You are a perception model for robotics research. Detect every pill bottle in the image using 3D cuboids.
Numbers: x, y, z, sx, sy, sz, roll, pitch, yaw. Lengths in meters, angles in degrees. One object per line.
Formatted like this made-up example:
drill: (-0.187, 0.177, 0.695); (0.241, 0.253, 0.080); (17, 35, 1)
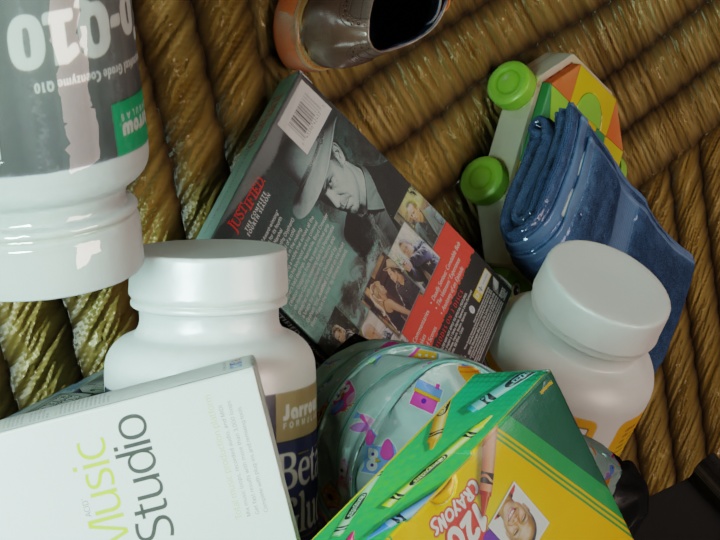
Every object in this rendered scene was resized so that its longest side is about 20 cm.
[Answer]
pill bottle: (0.117, 0.085, 1.528); (0.113, 0.113, 0.201); (-26, 147, -50)
pill bottle: (-0.077, 0.088, 1.254); (0.111, 0.111, 0.201); (-12, 104, -53)
pill bottle: (-0.162, -0.094, 1.174); (0.113, 0.113, 0.201); (-26, 116, -50)

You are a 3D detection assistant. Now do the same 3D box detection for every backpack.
backpack: (0.053, 0.118, 1.337); (0.200, 0.126, 0.167); (38, 72, -21)

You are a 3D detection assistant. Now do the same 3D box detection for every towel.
towel: (0.160, -0.011, 1.626); (0.200, 0.048, 0.112); (49, 53, -46)

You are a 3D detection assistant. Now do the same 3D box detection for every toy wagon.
toy wagon: (0.123, -0.043, 1.649); (0.155, 0.039, 0.201); (35, 66, -51)

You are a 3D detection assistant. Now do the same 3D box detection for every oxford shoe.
oxford shoe: (0.032, -0.167, 1.472); (0.200, 0.073, 0.072); (-40, 125, -45)

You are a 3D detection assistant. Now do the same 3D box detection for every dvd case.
dvd case: (0.000, 0.000, 1.420); (0.200, 0.022, 0.146); (45, 48, -24)

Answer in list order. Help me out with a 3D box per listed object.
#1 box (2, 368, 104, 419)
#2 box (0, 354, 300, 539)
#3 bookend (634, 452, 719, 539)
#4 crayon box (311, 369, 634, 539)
box: (-0.131, 0.157, 1.318); (0.137, 0.040, 0.201); (-28, 117, -51)
box: (-0.129, 0.136, 1.184); (0.036, 0.199, 0.145); (-104, 180, -82)
bookend: (0.160, 0.244, 1.583); (0.198, 0.092, 0.201); (-19, 145, -37)
crayon box: (0.045, 0.154, 1.201); (0.200, 0.058, 0.119); (-43, 115, -36)
